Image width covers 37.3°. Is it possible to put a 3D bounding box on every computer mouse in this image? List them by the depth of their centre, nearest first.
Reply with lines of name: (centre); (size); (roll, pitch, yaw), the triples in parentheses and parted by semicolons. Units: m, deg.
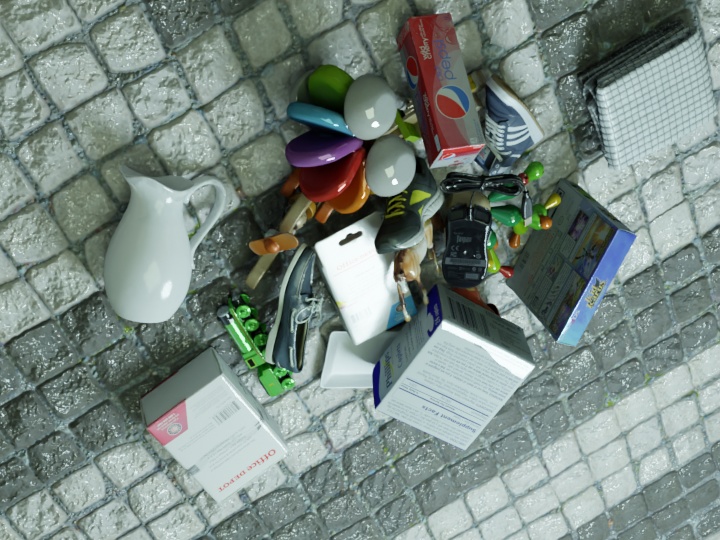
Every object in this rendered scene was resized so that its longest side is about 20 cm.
computer mouse: (0.190, -0.066, 1.615); (0.137, 0.046, 0.203); (-1, 123, 5)

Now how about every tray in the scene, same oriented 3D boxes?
tray: (0.031, 0.141, 1.752); (0.196, 0.022, 0.109); (2, 118, -22)

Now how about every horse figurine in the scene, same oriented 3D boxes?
horse figurine: (0.087, -0.023, 1.613); (0.049, 0.202, 0.134); (4, 139, 26)

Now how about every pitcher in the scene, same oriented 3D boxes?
pitcher: (-0.269, -0.037, 1.486); (0.169, 0.121, 0.204); (-1, 108, -38)

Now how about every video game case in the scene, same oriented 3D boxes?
video game case: (0.328, -0.015, 1.684); (0.045, 0.182, 0.202); (15, 112, -28)

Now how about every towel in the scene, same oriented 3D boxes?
towel: (0.441, -0.268, 1.648); (0.198, 0.086, 0.167); (-30, 126, -5)

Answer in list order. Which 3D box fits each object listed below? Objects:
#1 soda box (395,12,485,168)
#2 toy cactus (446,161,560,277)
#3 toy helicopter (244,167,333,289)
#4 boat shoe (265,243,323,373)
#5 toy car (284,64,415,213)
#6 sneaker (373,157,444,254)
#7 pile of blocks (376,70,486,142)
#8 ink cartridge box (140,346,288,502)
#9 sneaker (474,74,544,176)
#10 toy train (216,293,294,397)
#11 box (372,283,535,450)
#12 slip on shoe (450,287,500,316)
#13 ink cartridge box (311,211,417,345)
soda box: (0.109, -0.247, 1.464); (0.069, 0.204, 0.063); (-9, 165, -15)
toy cactus: (0.213, -0.081, 1.660); (0.162, 0.103, 0.202); (14, 130, -12)
toy helicopter: (-0.116, -0.042, 1.537); (0.078, 0.133, 0.201); (34, 123, -4)
boat shoe: (-0.091, 0.060, 1.584); (0.061, 0.075, 0.203); (22, 109, 15)
toy car: (-0.034, -0.170, 1.439); (0.150, 0.173, 0.202); (-40, 126, -28)
sneaker: (0.058, -0.095, 1.554); (0.073, 0.201, 0.086); (-12, 115, 27)
pile of blocks: (0.103, -0.219, 1.529); (0.198, 0.082, 0.063); (-29, 82, -5)
ink cartridge box: (-0.228, 0.244, 1.670); (0.145, 0.083, 0.201); (-35, 124, 0)
sneaker: (0.199, -0.204, 1.560); (0.108, 0.070, 0.200); (-41, 154, 9)
toy train: (-0.161, 0.118, 1.654); (0.056, 0.042, 0.202); (-24, 125, 6)
box: (0.143, 0.155, 1.693); (0.182, 0.106, 0.201); (26, 117, -20)
slip on shoe: (0.211, 0.088, 1.767); (0.061, 0.074, 0.200); (-47, 123, -5)
ink cartridge box: (0.000, 0.000, 1.631); (0.114, 0.068, 0.202); (-26, 125, -7)
